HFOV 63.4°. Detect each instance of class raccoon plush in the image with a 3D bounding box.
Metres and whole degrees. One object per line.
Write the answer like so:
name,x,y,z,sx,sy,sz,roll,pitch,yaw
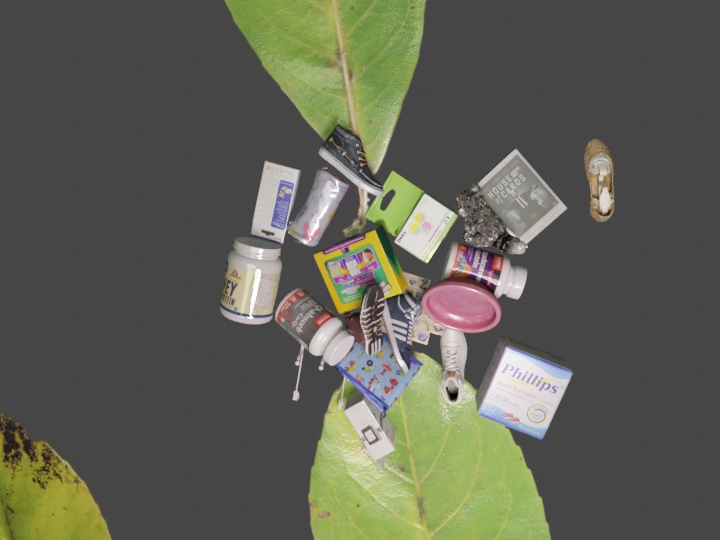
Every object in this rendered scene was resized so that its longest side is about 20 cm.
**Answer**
raccoon plush,0.319,-0.132,1.412,0.198,0.097,0.135,16,136,41

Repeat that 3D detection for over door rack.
over door rack,-0.106,0.283,1.601,0.145,0.067,0.203,10,102,6

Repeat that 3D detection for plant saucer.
plant saucer,0.254,0.081,1.457,0.198,0.051,0.202,14,146,9

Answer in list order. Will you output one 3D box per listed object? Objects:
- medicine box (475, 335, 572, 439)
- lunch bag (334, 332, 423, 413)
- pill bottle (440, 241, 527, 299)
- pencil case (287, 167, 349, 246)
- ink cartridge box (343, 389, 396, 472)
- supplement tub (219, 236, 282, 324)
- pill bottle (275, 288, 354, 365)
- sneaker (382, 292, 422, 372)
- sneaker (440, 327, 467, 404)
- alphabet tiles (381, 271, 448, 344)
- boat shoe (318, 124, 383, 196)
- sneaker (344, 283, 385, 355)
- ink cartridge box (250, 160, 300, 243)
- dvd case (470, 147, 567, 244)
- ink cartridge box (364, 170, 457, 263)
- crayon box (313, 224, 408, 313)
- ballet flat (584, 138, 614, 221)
medicine box,0.420,0.301,1.517,0.180,0.103,0.202,20,104,3
lunch bag,0.038,0.248,1.537,0.199,0.094,0.151,40,71,9
pill bottle,0.311,0.005,1.469,0.197,0.111,0.113,16,103,4
pencil case,-0.110,-0.163,1.506,0.090,0.083,0.201,33,103,8
ink cartridge box,0.040,0.427,1.584,0.066,0.116,0.201,-31,96,11
supplement tub,-0.286,0.025,1.534,0.143,0.145,0.203,13,102,5
pill bottle,-0.118,0.147,1.520,0.199,0.115,0.117,37,104,22
sneaker,0.121,0.152,1.492,0.107,0.070,0.203,-18,71,2
sneaker,0.245,0.246,1.523,0.072,0.116,0.203,-3,98,10
alphabet tiles,0.135,0.097,1.546,0.197,0.008,0.170,16,90,3
boat shoe,-0.007,-0.278,1.475,0.199,0.071,0.091,37,107,1
sneaker,-0.001,0.111,1.482,0.115,0.075,0.203,28,127,41
ink cartridge box,-0.225,-0.181,1.542,0.093,0.037,0.203,15,100,3
dvd case,0.398,-0.181,1.467,0.150,0.025,0.200,-42,94,12
ink cartridge box,0.125,-0.137,1.484,0.199,0.076,0.149,32,103,-1
crayon box,0.000,0.000,1.511,0.198,0.058,0.174,-20,100,29
ballet flat,0.587,-0.218,1.414,0.069,0.065,0.203,-10,99,9
